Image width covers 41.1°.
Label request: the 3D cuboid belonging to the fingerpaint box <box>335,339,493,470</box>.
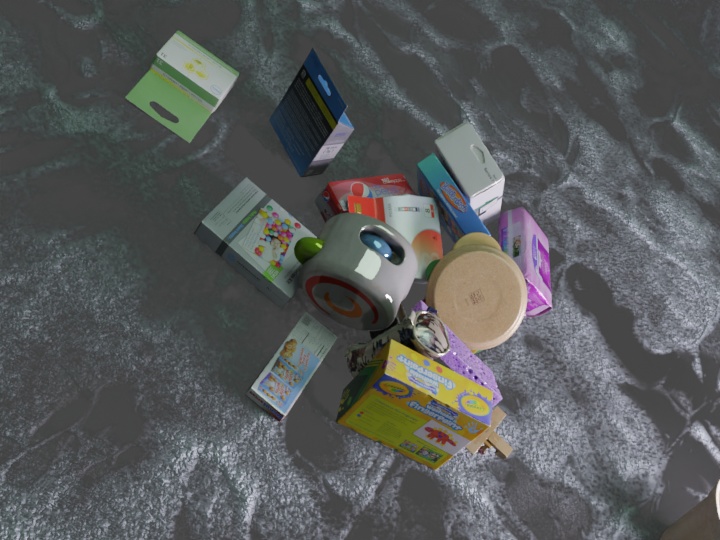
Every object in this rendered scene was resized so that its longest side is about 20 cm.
[{"bbox_3d":[0.087,0.219,1.549,0.198,0.167,0.074,27,45,-14],"label":"fingerpaint box"}]

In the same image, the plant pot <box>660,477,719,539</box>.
[{"bbox_3d":[0.649,0.492,1.725,0.198,0.184,0.203,19,48,-22],"label":"plant pot"}]

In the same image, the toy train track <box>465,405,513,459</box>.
[{"bbox_3d":[0.183,0.257,1.690,0.200,0.033,0.114,44,50,10],"label":"toy train track"}]

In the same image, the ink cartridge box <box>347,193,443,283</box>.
[{"bbox_3d":[0.070,-0.062,1.795,0.198,0.050,0.165,4,76,-43],"label":"ink cartridge box"}]

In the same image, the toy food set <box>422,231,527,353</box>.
[{"bbox_3d":[0.210,0.048,1.779,0.201,0.197,0.049,49,-1,-3],"label":"toy food set"}]

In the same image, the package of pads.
[{"bbox_3d":[0.335,-0.016,1.958,0.120,0.075,0.202,43,38,-36],"label":"package of pads"}]

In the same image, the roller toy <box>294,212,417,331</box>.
[{"bbox_3d":[0.000,0.000,1.618,0.180,0.201,0.141,11,57,30],"label":"roller toy"}]

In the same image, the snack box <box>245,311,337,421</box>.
[{"bbox_3d":[-0.109,0.153,1.563,0.072,0.024,0.201,39,43,-4],"label":"snack box"}]

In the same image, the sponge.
[{"bbox_3d":[0.168,0.147,1.704,0.200,0.030,0.112,45,13,-14],"label":"sponge"}]

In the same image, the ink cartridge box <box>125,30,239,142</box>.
[{"bbox_3d":[-0.327,-0.345,1.784,0.144,0.048,0.201,34,41,-9],"label":"ink cartridge box"}]

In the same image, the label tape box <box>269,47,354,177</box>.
[{"bbox_3d":[-0.080,-0.296,1.810,0.063,0.200,0.146,-12,64,-41],"label":"label tape box"}]

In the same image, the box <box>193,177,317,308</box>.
[{"bbox_3d":[-0.168,-0.050,1.670,0.199,0.041,0.156,41,43,-3],"label":"box"}]

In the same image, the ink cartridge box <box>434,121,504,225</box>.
[{"bbox_3d":[0.217,-0.183,1.932,0.083,0.200,0.147,-29,71,-4],"label":"ink cartridge box"}]

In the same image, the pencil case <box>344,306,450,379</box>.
[{"bbox_3d":[0.056,0.128,1.584,0.090,0.199,0.078,50,46,-8],"label":"pencil case"}]

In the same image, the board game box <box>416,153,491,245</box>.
[{"bbox_3d":[0.183,-0.116,1.901,0.045,0.152,0.201,-33,76,-4],"label":"board game box"}]

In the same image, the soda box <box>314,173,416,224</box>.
[{"bbox_3d":[0.013,-0.134,1.850,0.198,0.064,0.071,-13,64,-41],"label":"soda box"}]

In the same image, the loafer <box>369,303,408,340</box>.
[{"bbox_3d":[0.074,0.134,1.686,0.070,0.073,0.203,9,54,-46],"label":"loafer"}]
